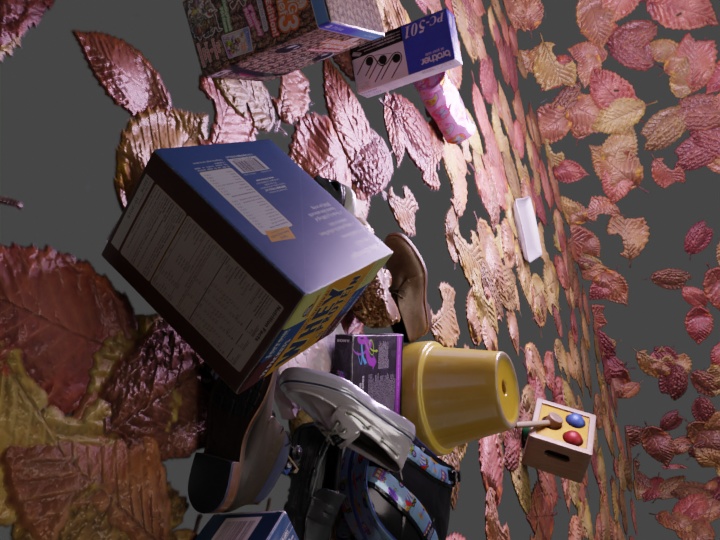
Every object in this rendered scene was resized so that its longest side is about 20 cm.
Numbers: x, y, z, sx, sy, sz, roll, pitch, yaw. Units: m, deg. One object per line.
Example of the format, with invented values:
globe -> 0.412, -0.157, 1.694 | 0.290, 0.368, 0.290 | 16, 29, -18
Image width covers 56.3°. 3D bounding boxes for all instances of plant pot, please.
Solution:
plant pot -> 0.169, 0.217, 1.174 | 0.201, 0.188, 0.202 | 34, 50, -53

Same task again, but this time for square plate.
square plate -> 0.533, -0.134, 2.158 | 0.198, 0.028, 0.202 | -18, 95, -62

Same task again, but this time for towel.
towel -> -0.090, 0.067, 0.916 | 0.191, 0.032, 0.201 | -43, 117, -58

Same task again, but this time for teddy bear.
teddy bear -> 0.000, 0.000, 1.089 | 0.201, 0.066, 0.145 | 68, 20, -6

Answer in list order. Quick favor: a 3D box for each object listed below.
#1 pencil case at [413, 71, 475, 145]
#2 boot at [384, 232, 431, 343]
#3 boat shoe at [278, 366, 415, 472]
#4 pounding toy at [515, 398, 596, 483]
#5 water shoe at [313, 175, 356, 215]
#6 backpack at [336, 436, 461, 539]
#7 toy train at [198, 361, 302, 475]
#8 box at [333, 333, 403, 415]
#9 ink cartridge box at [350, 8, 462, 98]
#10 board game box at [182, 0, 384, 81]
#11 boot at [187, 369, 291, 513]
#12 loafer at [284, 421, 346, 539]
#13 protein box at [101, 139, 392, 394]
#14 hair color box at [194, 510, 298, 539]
pencil case -> 0.198, -0.385, 1.576 | 0.200, 0.087, 0.088 | 47, 41, -46
boot -> 0.076, 0.033, 1.204 | 0.075, 0.073, 0.202 | -27, 106, -51
boat shoe -> -0.016, 0.188, 0.839 | 0.199, 0.074, 0.067 | 28, 51, -15
pounding toy -> 0.490, 0.419, 1.719 | 0.184, 0.199, 0.143 | -52, 153, -56
water shoe -> -0.060, -0.040, 0.938 | 0.078, 0.071, 0.201 | 23, 55, -24
backpack -> 0.038, 0.315, 0.947 | 0.200, 0.134, 0.183 | 50, 37, -29
toy train -> -0.128, 0.177, 0.796 | 0.046, 0.034, 0.201 | -53, 125, -36
box -> 0.015, 0.169, 1.033 | 0.200, 0.036, 0.144 | 13, 78, -66
ink cartridge box -> 0.081, -0.393, 1.228 | 0.044, 0.199, 0.095 | -1, 80, -61
board game box -> -0.096, -0.327, 0.875 | 0.159, 0.199, 0.098 | -25, 102, -61
boot -> -0.120, 0.171, 0.756 | 0.097, 0.074, 0.201 | 39, 68, -57
loafer -> -0.054, 0.292, 0.852 | 0.068, 0.070, 0.202 | 37, 48, -51
protein box -> -0.110, -0.018, 0.704 | 0.200, 0.135, 0.198 | 43, 27, 11
hair color box -> -0.095, 0.357, 0.720 | 0.061, 0.099, 0.201 | -48, 122, -58
